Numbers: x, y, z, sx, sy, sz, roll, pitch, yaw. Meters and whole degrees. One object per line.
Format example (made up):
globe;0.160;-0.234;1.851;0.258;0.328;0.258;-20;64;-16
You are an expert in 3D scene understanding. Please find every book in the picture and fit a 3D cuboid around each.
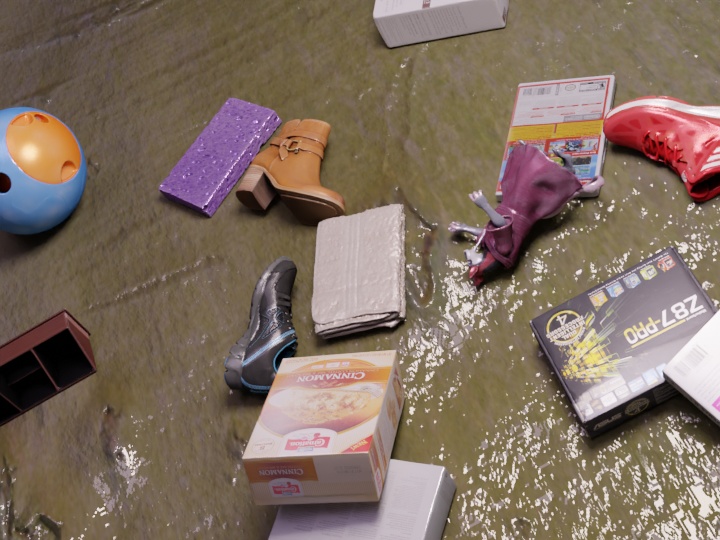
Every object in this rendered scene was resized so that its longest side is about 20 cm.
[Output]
book;0.441;0.128;1.284;0.134;0.048;0.200;-44;61;-3

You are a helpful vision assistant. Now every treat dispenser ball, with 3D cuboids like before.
treat dispenser ball;-0.539;-0.159;1.929;0.199;0.201;0.203;-14;50;17

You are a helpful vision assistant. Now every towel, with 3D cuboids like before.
towel;0.000;0.000;1.647;0.131;0.035;0.202;-11;50;18

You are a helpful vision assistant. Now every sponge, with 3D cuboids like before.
sponge;-0.222;-0.182;1.901;0.111;0.030;0.201;20;67;37

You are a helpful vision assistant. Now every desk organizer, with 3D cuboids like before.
desk organizer;-0.490;0.149;1.760;0.199;0.072;0.077;-30;50;4

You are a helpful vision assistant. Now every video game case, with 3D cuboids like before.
video game case;0.270;-0.183;1.657;0.141;0.017;0.202;-1;55;26

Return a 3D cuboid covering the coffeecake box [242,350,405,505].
coffeecake box;-0.039;0.185;1.439;0.152;0.074;0.201;-5;30;15

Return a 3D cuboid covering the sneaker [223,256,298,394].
sneaker;-0.115;0.077;1.633;0.081;0.073;0.202;12;66;14

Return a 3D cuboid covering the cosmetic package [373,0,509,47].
cosmetic package;0.127;-0.420;1.874;0.198;0.074;0.103;-8;53;23

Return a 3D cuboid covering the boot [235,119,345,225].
boot;-0.078;-0.154;1.779;0.198;0.074;0.155;15;59;32

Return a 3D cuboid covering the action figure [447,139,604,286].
action figure;0.201;-0.065;1.566;0.148;0.134;0.202;27;88;-1

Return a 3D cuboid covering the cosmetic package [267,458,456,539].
cosmetic package;-0.002;0.296;1.410;0.198;0.052;0.152;3;55;29

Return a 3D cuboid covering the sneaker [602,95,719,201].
sneaker;0.396;-0.153;1.531;0.198;0.079;0.116;2;55;30

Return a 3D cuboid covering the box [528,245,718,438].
box;0.318;0.082;1.410;0.198;0.049;0.162;-27;51;5
